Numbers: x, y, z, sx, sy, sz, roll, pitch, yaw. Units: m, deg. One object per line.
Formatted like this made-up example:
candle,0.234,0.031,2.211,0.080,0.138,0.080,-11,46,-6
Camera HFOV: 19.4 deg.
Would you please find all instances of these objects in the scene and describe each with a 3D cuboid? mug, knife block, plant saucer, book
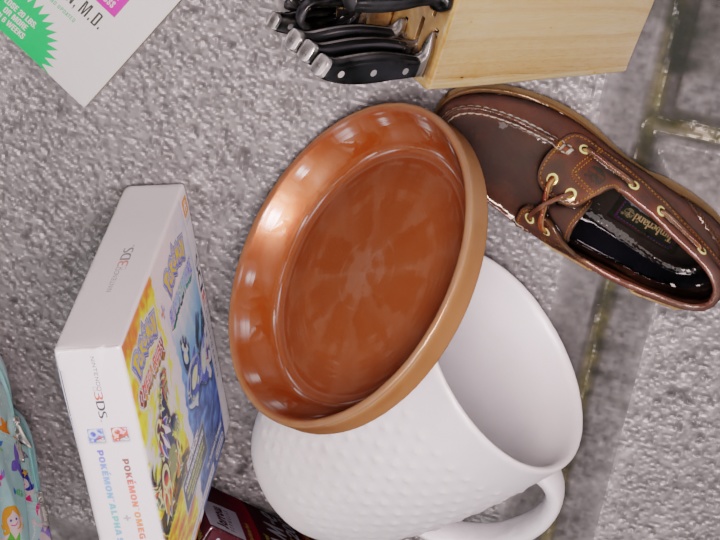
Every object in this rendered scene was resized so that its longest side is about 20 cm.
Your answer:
mug,0.041,0.106,1.304,0.175,0.148,0.200,-31,119,33
knife block,0.055,-0.136,1.138,0.199,0.176,0.064,20,123,-1
plant saucer,0.000,0.000,1.227,0.032,0.201,0.200,27,126,-38
book,-0.146,-0.208,1.218,0.134,0.048,0.200,42,121,-9

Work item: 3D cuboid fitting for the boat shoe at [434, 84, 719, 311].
boat shoe,0.131,-0.042,1.240,0.199,0.070,0.071,26,122,-3

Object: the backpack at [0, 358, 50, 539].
backpack,-0.299,0.130,1.361,0.177,0.150,0.201,-20,76,21

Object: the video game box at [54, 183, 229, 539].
video game box,-0.128,0.072,1.282,0.047,0.200,0.183,-6,119,10

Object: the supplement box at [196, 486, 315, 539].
supplement box,-0.032,0.214,1.373,0.199,0.109,0.061,27,95,-17
